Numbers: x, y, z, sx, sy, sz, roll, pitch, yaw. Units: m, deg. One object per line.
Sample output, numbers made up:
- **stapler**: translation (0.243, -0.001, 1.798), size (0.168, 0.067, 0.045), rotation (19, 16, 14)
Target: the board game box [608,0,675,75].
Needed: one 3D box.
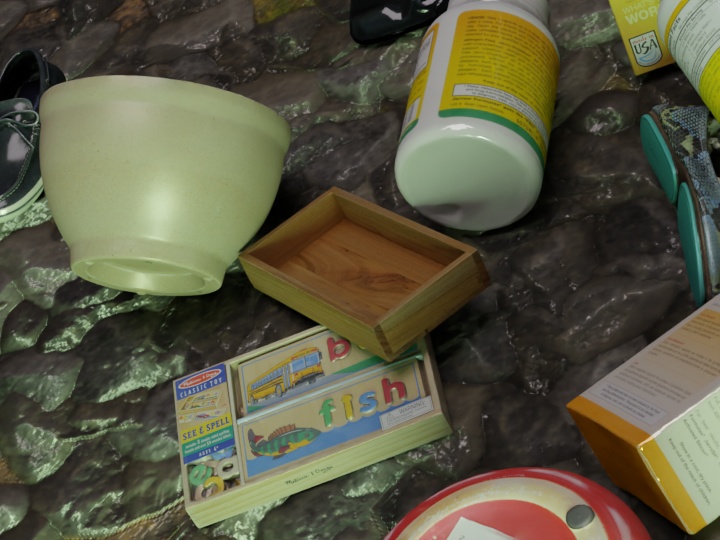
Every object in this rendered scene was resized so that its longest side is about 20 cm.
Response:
- **board game box**: translation (0.249, -0.266, 1.504), size (0.153, 0.200, 0.040), rotation (-19, 27, 11)

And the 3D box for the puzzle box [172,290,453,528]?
- **puzzle box**: translation (-0.038, 0.098, 1.427), size (0.200, 0.025, 0.133), rotation (-22, 41, 8)

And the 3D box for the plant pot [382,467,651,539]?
- **plant pot**: translation (0.097, 0.228, 1.107), size (0.200, 0.183, 0.201), rotation (-16, 44, 16)

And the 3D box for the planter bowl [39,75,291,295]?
- **planter bowl**: translation (-0.160, -0.056, 1.547), size (0.200, 0.200, 0.135), rotation (-2, 75, 27)

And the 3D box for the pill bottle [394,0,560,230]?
- **pill bottle**: translation (0.095, -0.137, 1.526), size (0.113, 0.113, 0.200), rotation (-8, 45, 22)

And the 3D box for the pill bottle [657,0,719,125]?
- **pill bottle**: translation (0.283, -0.164, 1.420), size (0.104, 0.104, 0.200), rotation (-28, 58, 1)

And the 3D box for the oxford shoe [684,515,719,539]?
- **oxford shoe**: translation (0.246, 0.191, 1.135), size (0.073, 0.084, 0.200), rotation (-33, 40, -3)

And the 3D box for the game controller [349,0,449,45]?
- **game controller**: translation (0.040, -0.279, 1.765), size (0.104, 0.042, 0.200), rotation (-24, 39, 27)

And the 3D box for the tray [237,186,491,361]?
- **tray**: translation (0.000, 0.000, 1.468), size (0.099, 0.037, 0.200), rotation (-36, 32, -18)

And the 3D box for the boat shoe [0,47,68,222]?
- **boat shoe**: translation (-0.314, -0.123, 1.775), size (0.075, 0.062, 0.200), rotation (-7, 47, 20)

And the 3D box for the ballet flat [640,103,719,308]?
- **ballet flat**: translation (0.251, -0.052, 1.394), size (0.074, 0.074, 0.200), rotation (-19, 45, 11)

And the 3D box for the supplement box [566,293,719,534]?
- **supplement box**: translation (0.245, 0.068, 1.234), size (0.200, 0.074, 0.126), rotation (-35, 15, -7)
